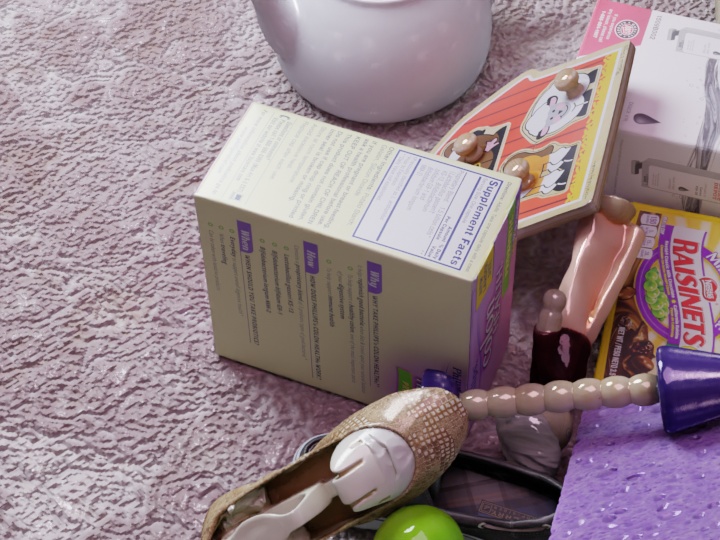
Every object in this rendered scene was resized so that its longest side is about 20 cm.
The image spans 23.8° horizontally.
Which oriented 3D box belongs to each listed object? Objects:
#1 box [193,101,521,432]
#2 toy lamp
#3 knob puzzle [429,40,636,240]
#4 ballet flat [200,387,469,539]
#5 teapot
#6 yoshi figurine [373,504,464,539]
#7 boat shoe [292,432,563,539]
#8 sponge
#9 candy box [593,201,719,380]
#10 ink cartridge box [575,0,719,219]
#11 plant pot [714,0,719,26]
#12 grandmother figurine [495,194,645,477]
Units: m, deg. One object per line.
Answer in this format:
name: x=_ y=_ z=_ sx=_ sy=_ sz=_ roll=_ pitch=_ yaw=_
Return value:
box: x=0.000 y=0.000 z=1.179 sx=0.199 sy=0.176 sz=0.097 roll=18 pitch=53 yaw=16
toy lamp: x=0.142 y=0.081 z=1.101 sx=0.199 sy=0.058 sz=0.058 roll=-5 pitch=49 yaw=14
knob puzzle: x=0.101 y=-0.087 z=1.270 sx=0.219 sy=0.030 sz=0.220 roll=-31 pitch=32 yaw=22
ballet flat: x=-0.019 y=0.142 z=1.084 sx=0.200 sy=0.065 sz=0.071 roll=-34 pitch=94 yaw=16
teapot: x=0.021 y=-0.229 z=1.390 sx=0.197 sy=0.146 sz=0.200 roll=17 pitch=52 yaw=15
yoshi figurine: x=0.075 y=0.209 z=1.058 sx=0.199 sy=0.113 sz=0.112 roll=21 pitch=38 yaw=21
boat shoe: x=0.049 y=0.141 z=1.138 sx=0.199 sy=0.057 sz=0.069 roll=14 pitch=52 yaw=12
sponge: x=0.185 y=0.132 z=1.075 sx=0.111 sy=0.030 sz=0.200 roll=-8 pitch=23 yaw=19
candy box: x=0.230 y=0.037 z=1.242 sx=0.102 sy=0.026 sz=0.201 roll=12 pitch=52 yaw=8
ink cartridge box: x=0.263 y=-0.120 z=1.334 sx=0.199 sy=0.083 sz=0.147 roll=14 pitch=51 yaw=13
plant pot: x=0.365 y=-0.258 z=1.396 sx=0.199 sy=0.201 sz=0.184 roll=9 pitch=63 yaw=8
grandmother figurine: x=0.144 y=0.048 z=1.180 sx=0.060 sy=0.121 sz=0.201 roll=10 pitch=72 yaw=31
